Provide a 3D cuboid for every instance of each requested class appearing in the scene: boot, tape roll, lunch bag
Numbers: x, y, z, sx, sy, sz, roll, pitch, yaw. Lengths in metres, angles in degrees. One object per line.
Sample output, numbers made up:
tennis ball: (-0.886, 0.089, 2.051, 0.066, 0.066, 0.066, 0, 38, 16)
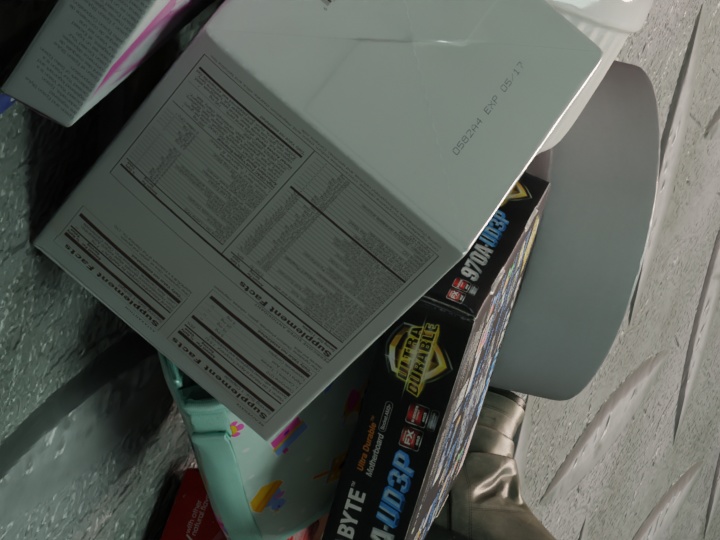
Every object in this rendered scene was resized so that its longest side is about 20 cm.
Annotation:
boot: (0.082, 0.126, 1.616, 0.068, 0.200, 0.131, 112, -8, -59)
tape roll: (0.107, -0.028, 1.621, 0.200, 0.066, 0.201, -167, -90, -77)
lunch bag: (-0.044, 0.032, 1.488, 0.170, 0.122, 0.200, 80, 30, -58)

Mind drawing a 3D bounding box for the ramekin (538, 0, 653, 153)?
ramekin: (0.041, -0.139, 1.446, 0.105, 0.200, 0.200, -64, 162, 13)

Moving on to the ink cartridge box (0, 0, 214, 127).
ink cartridge box: (-0.070, -0.144, 1.224, 0.196, 0.043, 0.200, -48, 178, -46)

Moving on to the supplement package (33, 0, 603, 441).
supplement package: (-0.022, -0.055, 1.296, 0.152, 0.151, 0.200, -53, -175, -39)

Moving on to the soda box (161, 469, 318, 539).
soda box: (-0.094, 0.218, 1.589, 0.200, 0.070, 0.063, -69, 160, -3)

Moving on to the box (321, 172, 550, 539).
box: (0.037, 0.061, 1.476, 0.159, 0.046, 0.200, -57, 165, -57)

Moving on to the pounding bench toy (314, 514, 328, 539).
pounding bench toy: (0.001, 0.224, 1.679, 0.156, 0.200, 0.124, -65, 161, -15)
